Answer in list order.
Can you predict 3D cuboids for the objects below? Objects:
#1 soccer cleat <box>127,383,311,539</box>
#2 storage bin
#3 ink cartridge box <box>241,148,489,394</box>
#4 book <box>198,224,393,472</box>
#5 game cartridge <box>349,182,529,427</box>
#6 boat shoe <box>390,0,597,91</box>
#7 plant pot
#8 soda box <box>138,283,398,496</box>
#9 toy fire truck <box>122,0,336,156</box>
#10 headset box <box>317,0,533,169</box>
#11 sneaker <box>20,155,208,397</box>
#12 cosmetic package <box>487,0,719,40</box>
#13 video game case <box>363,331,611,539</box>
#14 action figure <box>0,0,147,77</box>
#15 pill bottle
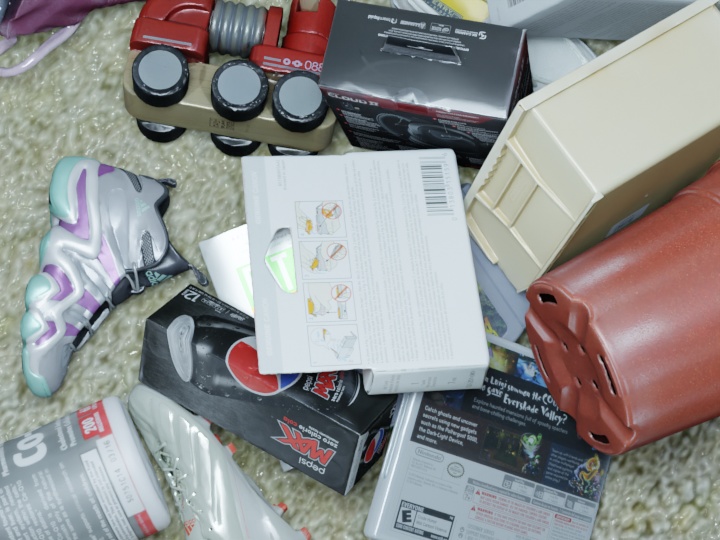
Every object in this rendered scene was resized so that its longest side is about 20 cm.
[{"bbox_3d":[-0.125,0.177,1.325,0.078,0.069,0.200,-42,89,-22],"label":"soccer cleat"},{"bbox_3d":[0.199,-0.093,1.300,0.200,0.199,0.094,-31,76,-23],"label":"storage bin"},{"bbox_3d":[0.000,0.000,1.280,0.173,0.044,0.200,-3,59,-7],"label":"ink cartridge box"},{"bbox_3d":[-0.038,0.048,1.366,0.133,0.048,0.200,-22,87,-5],"label":"book"},{"bbox_3d":[0.054,0.035,1.341,0.200,0.041,0.133,-38,100,-24],"label":"game cartridge"},{"bbox_3d":[0.119,-0.206,1.387,0.202,0.086,0.075,32,82,2],"label":"boat shoe"},{"bbox_3d":[0.246,0.038,1.286,0.195,0.201,0.201,-24,84,-16],"label":"plant pot"},{"bbox_3d":[-0.074,0.091,1.292,0.200,0.071,0.063,26,38,18],"label":"soda box"},{"bbox_3d":[-0.094,-0.210,1.367,0.176,0.129,0.200,10,70,-1],"label":"toy fire truck"},{"bbox_3d":[0.056,-0.144,1.306,0.148,0.200,0.077,11,80,11],"label":"headset box"},{"bbox_3d":[-0.194,0.011,1.342,0.140,0.078,0.201,9,82,-1],"label":"sneaker"},{"bbox_3d":[0.207,-0.236,1.345,0.200,0.101,0.071,-3,80,-37],"label":"cosmetic package"},{"bbox_3d":[0.113,0.150,1.328,0.200,0.023,0.182,21,80,-26],"label":"video game case"},{"bbox_3d":[-0.210,-0.237,1.365,0.200,0.134,0.149,-13,119,-30],"label":"action figure"},{"bbox_3d":[-0.260,0.188,1.294,0.200,0.114,0.114,-23,84,-7],"label":"pill bottle"}]
